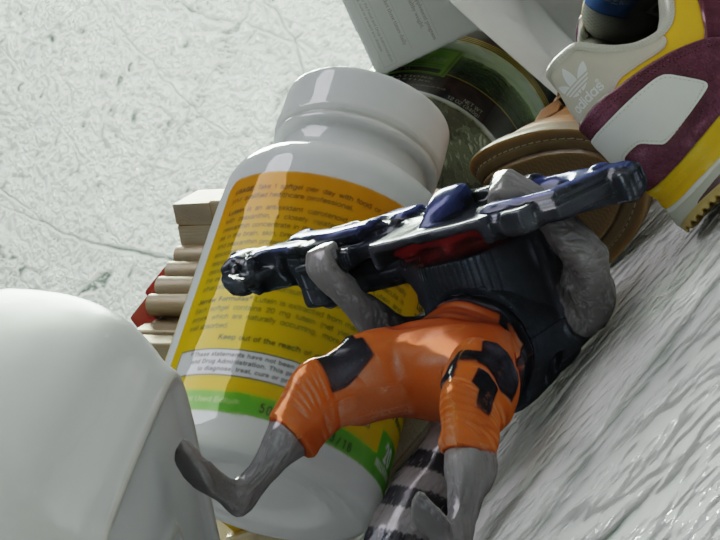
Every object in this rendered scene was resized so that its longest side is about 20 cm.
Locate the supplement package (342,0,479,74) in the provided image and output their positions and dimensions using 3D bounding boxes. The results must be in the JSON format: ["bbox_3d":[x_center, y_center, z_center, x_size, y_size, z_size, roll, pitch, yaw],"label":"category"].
[{"bbox_3d":[0.075,-0.218,1.128,0.199,0.110,0.114,-25,15,6],"label":"supplement package"}]

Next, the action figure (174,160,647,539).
[{"bbox_3d":[0.019,0.033,0.693,0.199,0.105,0.193,-8,27,46],"label":"action figure"}]

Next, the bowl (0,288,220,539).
[{"bbox_3d":[-0.098,0.120,0.651,0.074,0.201,0.200,-6,23,9],"label":"bowl"}]

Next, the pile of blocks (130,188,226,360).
[{"bbox_3d":[-0.083,0.042,0.907,0.062,0.082,0.201,0,55,31],"label":"pile of blocks"}]

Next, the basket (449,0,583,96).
[{"bbox_3d":[0.115,-0.182,1.014,0.136,0.200,0.123,-48,7,9],"label":"basket"}]

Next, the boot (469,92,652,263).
[{"bbox_3d":[0.118,-0.069,0.860,0.155,0.074,0.200,-45,4,-20],"label":"boot"}]

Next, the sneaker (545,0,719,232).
[{"bbox_3d":[0.138,-0.100,0.730,0.075,0.090,0.200,-46,4,37],"label":"sneaker"}]

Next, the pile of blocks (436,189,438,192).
[{"bbox_3d":[0.000,0.000,1.102,0.199,0.062,0.083,-7,56,31],"label":"pile of blocks"}]

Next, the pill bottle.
[{"bbox_3d":[-0.021,0.012,0.843,0.111,0.111,0.201,-43,27,61],"label":"pill bottle"}]

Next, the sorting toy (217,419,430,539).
[{"bbox_3d":[-0.027,0.070,0.946,0.185,0.036,0.200,-49,20,-3],"label":"sorting toy"}]

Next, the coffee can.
[{"bbox_3d":[0.056,-0.079,1.193,0.146,0.146,0.200,-47,4,30],"label":"coffee can"}]
